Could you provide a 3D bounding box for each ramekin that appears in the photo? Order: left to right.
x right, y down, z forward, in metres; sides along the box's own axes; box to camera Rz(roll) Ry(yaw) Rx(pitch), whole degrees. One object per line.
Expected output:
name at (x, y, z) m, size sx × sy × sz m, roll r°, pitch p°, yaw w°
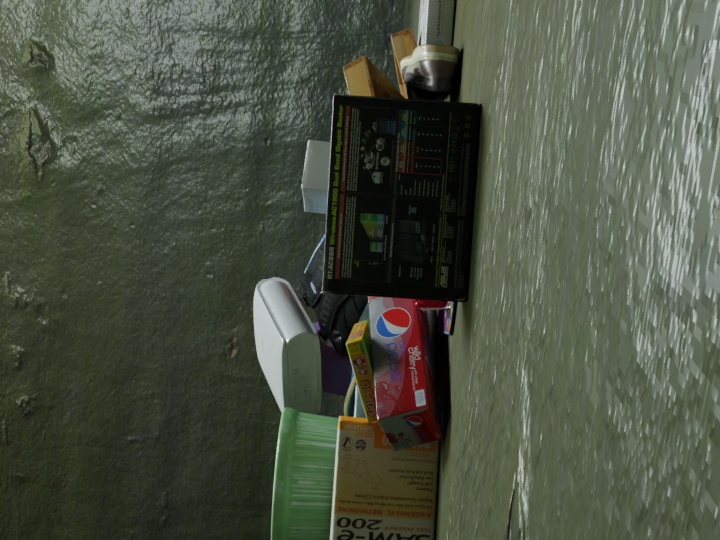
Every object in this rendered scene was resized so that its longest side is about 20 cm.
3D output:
ramekin at (-0.064, 0.291, 1.251) m, size 0.200 × 0.096 × 0.204 m, roll -176°, pitch 90°, yaw -89°

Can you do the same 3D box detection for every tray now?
tray at (0.045, -0.193, 1.226) m, size 0.199 × 0.037 × 0.100 m, roll 28°, pitch -136°, yaw -60°
tray at (0.082, -0.287, 1.442) m, size 0.200 × 0.036 × 0.101 m, roll 61°, pitch -166°, yaw -80°

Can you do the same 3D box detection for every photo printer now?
photo printer at (-0.122, 0.118, 1.480) m, size 0.201 × 0.068 × 0.169 m, roll -125°, pitch 30°, yaw -54°

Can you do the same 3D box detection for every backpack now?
backpack at (0.000, 0.000, 1.357) m, size 0.164 × 0.152 × 0.201 m, roll 59°, pitch 157°, yaw 28°

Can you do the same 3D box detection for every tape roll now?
tape roll at (-0.005, 0.144, 1.566) m, size 0.200 × 0.196 × 0.067 m, roll -88°, pitch 2°, yaw -74°

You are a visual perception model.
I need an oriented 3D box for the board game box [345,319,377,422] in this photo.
board game box at (0.011, 0.120, 1.161) m, size 0.200 × 0.029 × 0.097 m, roll -40°, pitch -66°, yaw -83°

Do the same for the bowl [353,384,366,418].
bowl at (0.037, 0.261, 1.259) m, size 0.201 × 0.103 × 0.205 m, roll -177°, pitch 90°, yaw -89°

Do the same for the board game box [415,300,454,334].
board game box at (0.086, -0.007, 1.103) m, size 0.200 × 0.038 × 0.161 m, roll 120°, pitch 153°, yaw -88°

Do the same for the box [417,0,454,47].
box at (0.110, -0.387, 1.342) m, size 0.200 × 0.040 × 0.159 m, roll -93°, pitch 6°, yaw -77°

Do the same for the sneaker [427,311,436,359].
sneaker at (0.069, 0.064, 1.219) m, size 0.202 × 0.075 × 0.081 m, roll -88°, pitch 10°, yaw -46°

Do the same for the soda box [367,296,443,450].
soda box at (0.052, 0.107, 1.099) m, size 0.070 × 0.062 × 0.202 m, roll 63°, pitch -163°, yaw -44°

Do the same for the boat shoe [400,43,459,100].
boat shoe at (0.088, -0.247, 1.219) m, size 0.200 × 0.070 × 0.066 m, roll -176°, pitch 95°, yaw -84°

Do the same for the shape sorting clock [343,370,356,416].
shape sorting clock at (0.039, 0.142, 1.392) m, size 0.200 × 0.039 × 0.202 m, roll -46°, pitch -27°, yaw -32°

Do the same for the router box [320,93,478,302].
router box at (0.039, -0.073, 0.946) m, size 0.062 × 0.147 × 0.204 m, roll -83°, pitch -3°, yaw -87°

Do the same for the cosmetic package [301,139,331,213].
cosmetic package at (0.013, -0.129, 1.378) m, size 0.113 × 0.196 × 0.083 m, roll 86°, pitch -171°, yaw -75°

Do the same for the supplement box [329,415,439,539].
supplement box at (0.027, 0.282, 1.109) m, size 0.074 × 0.123 × 0.204 m, roll 114°, pitch 160°, yaw -84°
